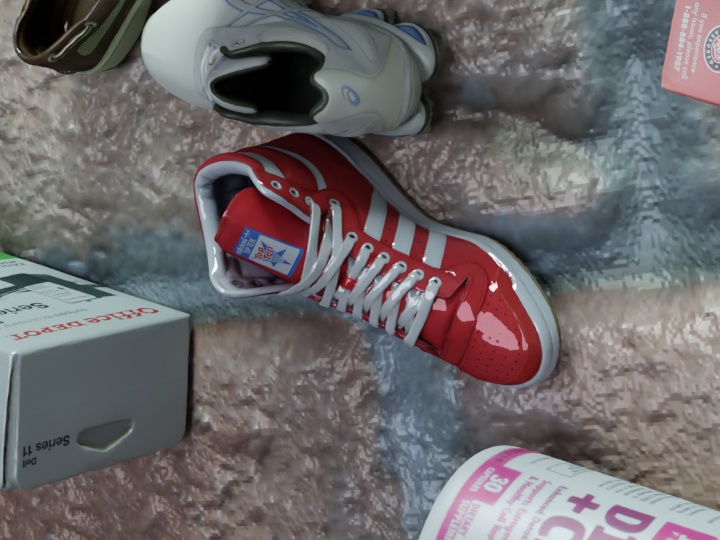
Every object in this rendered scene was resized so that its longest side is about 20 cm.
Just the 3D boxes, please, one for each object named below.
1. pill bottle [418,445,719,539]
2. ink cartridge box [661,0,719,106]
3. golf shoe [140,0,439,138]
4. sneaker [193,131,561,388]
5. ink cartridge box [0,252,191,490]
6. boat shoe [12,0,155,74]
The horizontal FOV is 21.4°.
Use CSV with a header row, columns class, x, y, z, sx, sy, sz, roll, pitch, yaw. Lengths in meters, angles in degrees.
class,x,y,z,sx,sy,sz,roll,pitch,yaw
pill bottle,0.131,0.159,0.877,0.199,0.113,0.114,15,108,36
ink cartridge box,0.231,-0.107,0.774,0.199,0.067,0.117,23,113,36
golf shoe,-0.058,-0.111,0.992,0.199,0.097,0.079,11,107,39
sneaker,0.000,0.000,0.954,0.200,0.112,0.071,38,121,27
ink cartridge box,-0.218,0.051,1.122,0.199,0.146,0.084,16,107,35
boat shoe,-0.135,-0.191,1.052,0.075,0.075,0.203,42,122,25
